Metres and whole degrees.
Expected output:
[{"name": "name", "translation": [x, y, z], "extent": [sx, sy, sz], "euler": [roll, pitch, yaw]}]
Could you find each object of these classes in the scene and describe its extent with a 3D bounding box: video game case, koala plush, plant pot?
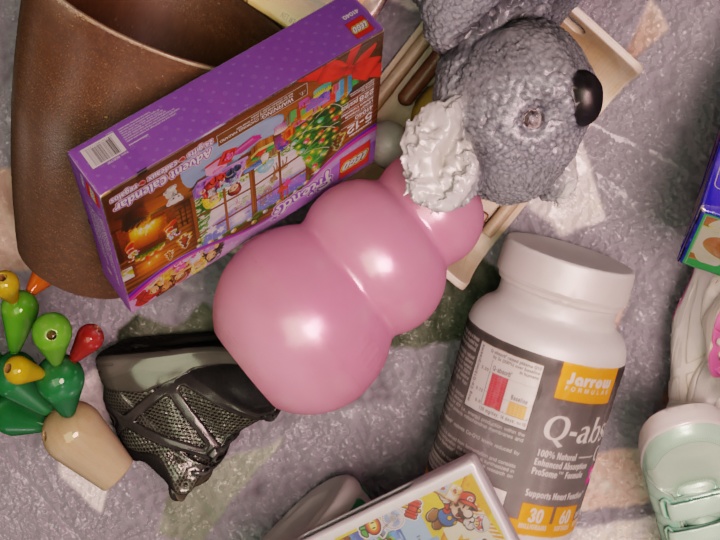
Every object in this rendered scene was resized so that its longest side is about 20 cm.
[{"name": "video game case", "translation": [0.042, 0.250, 0.818], "extent": [0.180, 0.023, 0.202], "euler": [-27, 97, 10]}, {"name": "koala plush", "translation": [0.092, -0.135, 0.740], "extent": [0.182, 0.176, 0.204], "euler": [11, 105, 41]}, {"name": "plant pot", "translation": [-0.162, -0.089, 0.819], "extent": [0.185, 0.187, 0.202], "euler": [25, 114, -1]}]

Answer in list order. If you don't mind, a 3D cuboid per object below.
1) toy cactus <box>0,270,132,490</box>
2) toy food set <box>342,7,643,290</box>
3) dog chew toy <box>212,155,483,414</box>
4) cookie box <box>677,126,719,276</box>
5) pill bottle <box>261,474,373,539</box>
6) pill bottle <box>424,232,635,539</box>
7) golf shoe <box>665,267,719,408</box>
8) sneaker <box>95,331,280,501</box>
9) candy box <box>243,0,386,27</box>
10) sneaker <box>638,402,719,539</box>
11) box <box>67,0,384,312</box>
[{"name": "toy cactus", "translation": [-0.230, 0.087, 0.869], "extent": [0.165, 0.103, 0.199], "euler": [46, 130, -12]}, {"name": "toy food set", "translation": [0.081, -0.109, 0.843], "extent": [0.143, 0.060, 0.201], "euler": [39, 102, -3]}, {"name": "dog chew toy", "translation": [0.000, 0.000, 0.791], "extent": [0.199, 0.125, 0.125], "euler": [-40, 96, -4]}, {"name": "cookie box", "translation": [0.326, -0.058, 0.770], "extent": [0.197, 0.075, 0.173], "euler": [20, 67, 12]}, {"name": "pill bottle", "translation": [0.015, 0.261, 0.892], "extent": [0.113, 0.113, 0.201], "euler": [-40, 95, 11]}, {"name": "pill bottle", "translation": [0.120, 0.084, 0.849], "extent": [0.114, 0.116, 0.203], "euler": [15, 102, 2]}, {"name": "golf shoe", "translation": [0.253, 0.074, 0.864], "extent": [0.074, 0.092, 0.203], "euler": [2, 124, -12]}, {"name": "sneaker", "translation": [-0.093, 0.104, 0.892], "extent": [0.196, 0.076, 0.116], "euler": [-6, 103, 8]}, {"name": "candy box", "translation": [-0.062, -0.245, 0.831], "extent": [0.198, 0.057, 0.118], "euler": [32, 102, -3]}, {"name": "sneaker", "translation": [0.242, 0.186, 0.815], "extent": [0.073, 0.119, 0.202], "euler": [-15, 130, 11]}, {"name": "box", "translation": [-0.075, -0.070, 0.741], "extent": [0.199, 0.137, 0.039], "euler": [-34, 68, -18]}]
